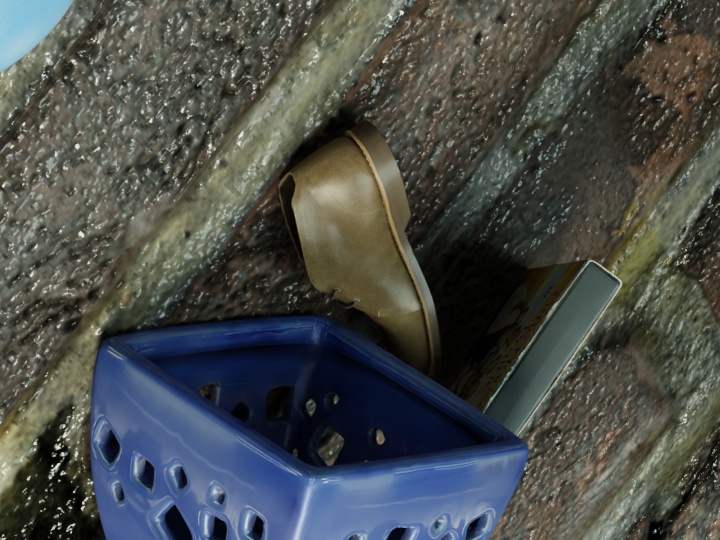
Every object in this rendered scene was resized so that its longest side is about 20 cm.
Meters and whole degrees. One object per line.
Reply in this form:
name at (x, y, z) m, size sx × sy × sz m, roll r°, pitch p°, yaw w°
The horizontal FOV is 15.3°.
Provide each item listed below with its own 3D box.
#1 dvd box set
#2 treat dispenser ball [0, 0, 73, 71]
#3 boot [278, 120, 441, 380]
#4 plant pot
dvd box set at (0.100, 0.061, 1.771) m, size 0.147 × 0.029 × 0.200 m, roll -55°, pitch -175°, yaw -5°
treat dispenser ball at (-0.218, -0.178, 1.233) m, size 0.200 × 0.201 × 0.202 m, roll -26°, pitch 132°, yaw -33°
boot at (0.000, 0.000, 1.708) m, size 0.075 × 0.074 × 0.200 m, roll -28°, pitch 128°, yaw -11°
plant pot at (-0.047, 0.151, 1.638) m, size 0.200 × 0.200 × 0.180 m, roll -6°, pitch 119°, yaw -46°
